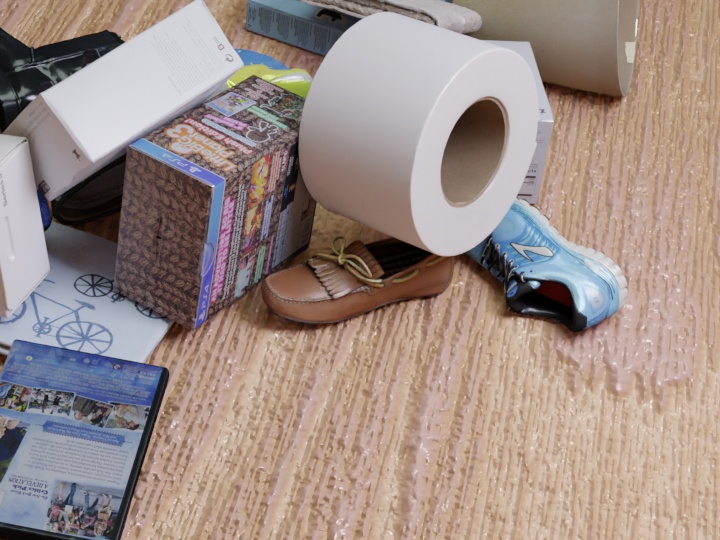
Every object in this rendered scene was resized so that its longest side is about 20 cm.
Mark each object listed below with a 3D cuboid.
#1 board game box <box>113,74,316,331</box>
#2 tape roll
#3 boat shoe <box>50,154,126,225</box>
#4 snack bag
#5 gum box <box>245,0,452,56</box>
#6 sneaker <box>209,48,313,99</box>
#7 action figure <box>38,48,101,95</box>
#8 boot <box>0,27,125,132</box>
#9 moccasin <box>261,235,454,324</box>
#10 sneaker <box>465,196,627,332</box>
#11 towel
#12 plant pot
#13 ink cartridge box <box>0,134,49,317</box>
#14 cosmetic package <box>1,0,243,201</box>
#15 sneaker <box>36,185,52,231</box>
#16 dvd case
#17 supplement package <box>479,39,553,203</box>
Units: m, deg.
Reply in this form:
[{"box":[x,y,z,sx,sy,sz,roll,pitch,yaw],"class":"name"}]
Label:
[{"box":[-0.128,-0.067,1.637,0.097,0.160,0.200,26,36,21],"class":"board game box"},{"box":[0.056,-0.130,1.639,0.139,0.203,0.202,23,40,33],"class":"tape roll"},{"box":[-0.216,-0.101,1.710,0.199,0.074,0.060,-18,41,7],"class":"boat shoe"},{"box":[-0.264,0.028,1.626,0.188,0.021,0.200,18,37,10],"class":"snack bag"},{"box":[-0.010,-0.313,2.072,0.199,0.045,0.170,21,40,14],"class":"gum box"},{"box":[-0.153,-0.195,1.890,0.199,0.076,0.105,-5,28,-29],"class":"sneaker"},{"box":[-0.263,-0.158,1.752,0.130,0.200,0.070,-21,81,2],"class":"action figure"},{"box":[-0.341,-0.232,1.891,0.162,0.074,0.198,-17,52,-25],"class":"boot"},{"box":[0.001,0.001,1.660,0.200,0.078,0.074,-8,42,-20],"class":"moccasin"},{"box":[0.160,-0.006,1.701,0.200,0.079,0.090,29,46,24],"class":"sneaker"},{"box":[0.027,-0.301,1.953,0.199,0.035,0.132,19,18,23],"class":"towel"},{"box":[0.212,-0.297,2.011,0.199,0.188,0.188,3,37,16],"class":"plant pot"},{"box":[-0.394,-0.052,1.573,0.199,0.146,0.084,10,35,19],"class":"ink cartridge box"},{"box":[-0.217,-0.156,1.594,0.200,0.113,0.081,-37,94,-37],"class":"cosmetic package"},{"box":[-0.381,-0.060,1.670,0.199,0.089,0.079,6,45,31],"class":"sneaker"},{"box":[-0.252,0.147,1.464,0.142,0.018,0.200,11,45,1],"class":"dvd case"},{"box":[0.089,-0.163,1.853,0.199,0.111,0.156,2,39,-9],"class":"supplement package"}]
